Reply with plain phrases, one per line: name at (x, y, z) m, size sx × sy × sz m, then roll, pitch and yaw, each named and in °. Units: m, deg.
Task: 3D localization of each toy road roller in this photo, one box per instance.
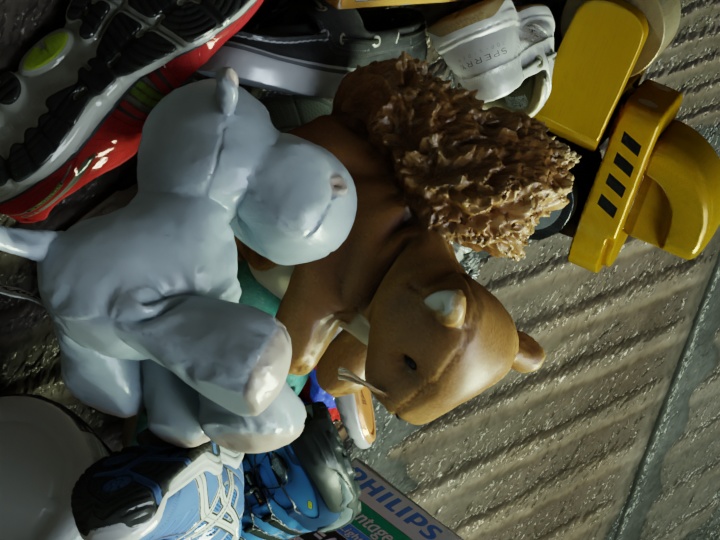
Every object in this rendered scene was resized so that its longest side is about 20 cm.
toy road roller at (0.186, -0.094, 1.866) m, size 0.123 × 0.145 × 0.201 m, roll -44°, pitch 156°, yaw -70°

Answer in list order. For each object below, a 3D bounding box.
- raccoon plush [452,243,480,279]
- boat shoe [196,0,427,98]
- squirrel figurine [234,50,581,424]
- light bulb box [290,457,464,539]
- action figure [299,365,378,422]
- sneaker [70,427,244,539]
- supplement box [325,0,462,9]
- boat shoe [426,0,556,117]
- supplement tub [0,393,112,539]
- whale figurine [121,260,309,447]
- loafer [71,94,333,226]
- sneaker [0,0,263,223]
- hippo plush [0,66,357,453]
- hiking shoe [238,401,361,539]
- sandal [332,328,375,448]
raccoon plush at (0.043, -0.017, 1.858) m, size 0.200 × 0.096 × 0.135 m, roll -64°, pitch 171°, yaw -85°
boat shoe at (-0.022, -0.135, 1.619) m, size 0.199 × 0.070 × 0.067 m, roll 1°, pitch 99°, yaw -52°
squirrel figurine at (0.028, -0.015, 1.533) m, size 0.200 × 0.186 × 0.141 m, roll -52°, pitch 135°, yaw -2°
light bulb box at (-0.036, 0.275, 1.960) m, size 0.200 × 0.125 × 0.199 m, roll -32°, pitch 144°, yaw -35°
action figure at (-0.015, 0.077, 1.807) m, size 0.065 × 0.052 × 0.200 m, roll -23°, pitch 173°, yaw -12°
sneaker at (-0.100, 0.129, 1.534) m, size 0.200 × 0.075 × 0.078 m, roll -26°, pitch 105°, yaw -73°
supplement box at (0.033, -0.198, 1.631) m, size 0.200 × 0.066 × 0.069 m, roll -8°, pitch 128°, yaw -54°
boat shoe at (0.087, -0.124, 1.734) m, size 0.070 × 0.070 × 0.200 m, roll -22°, pitch 178°, yaw 15°
supplement tub at (-0.175, 0.163, 1.628) m, size 0.123 × 0.122 × 0.200 m, roll -50°, pitch 151°, yaw -11°
whale figurine at (-0.075, 0.067, 1.702) m, size 0.159 × 0.104 × 0.200 m, roll -45°, pitch 152°, yaw -20°
loafer at (-0.093, -0.033, 1.616) m, size 0.200 × 0.072 × 0.063 m, roll -33°, pitch 155°, yaw -24°
sneaker at (-0.128, -0.104, 1.486) m, size 0.200 × 0.077 × 0.085 m, roll -40°, pitch 155°, yaw -6°
hippo plush at (-0.092, -0.013, 1.462) m, size 0.161 × 0.199 × 0.159 m, roll -62°, pitch -177°, yaw -23°
hiking shoe at (-0.059, 0.137, 1.664) m, size 0.086 × 0.075 × 0.200 m, roll -22°, pitch 168°, yaw -21°
sandal at (0.001, 0.001, 1.682) m, size 0.059 × 0.208 × 0.079 m, roll -12°, pitch 175°, yaw 5°
